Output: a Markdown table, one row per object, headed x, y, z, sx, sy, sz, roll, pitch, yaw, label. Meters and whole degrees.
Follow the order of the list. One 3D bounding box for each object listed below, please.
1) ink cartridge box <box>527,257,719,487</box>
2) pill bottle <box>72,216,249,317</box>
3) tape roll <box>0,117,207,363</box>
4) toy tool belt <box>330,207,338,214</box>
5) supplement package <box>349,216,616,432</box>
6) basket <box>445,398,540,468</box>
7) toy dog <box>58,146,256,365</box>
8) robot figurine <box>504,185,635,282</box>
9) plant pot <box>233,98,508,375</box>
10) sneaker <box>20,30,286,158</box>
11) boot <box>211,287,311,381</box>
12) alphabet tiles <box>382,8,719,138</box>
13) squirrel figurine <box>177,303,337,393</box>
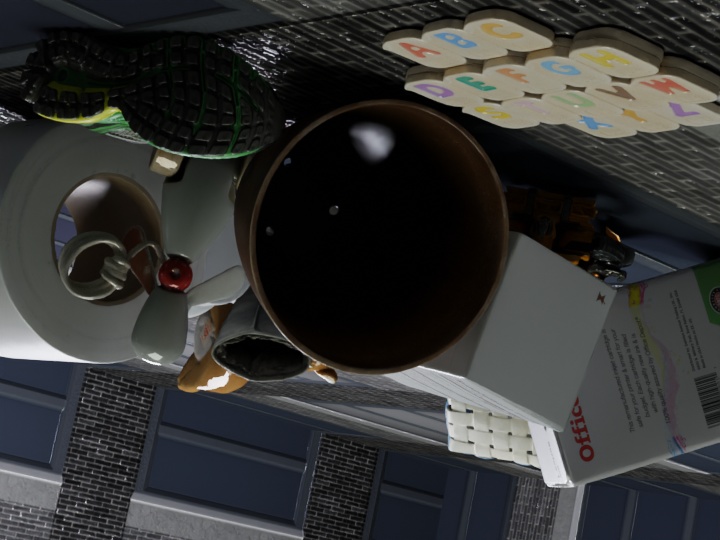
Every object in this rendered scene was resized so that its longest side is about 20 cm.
| x | y | z | sx | sy | sz | roll | pitch | yaw | label |
| --- | --- | --- | --- | --- | --- | --- | --- | --- | --- |
| 0.234 | 0.085 | 1.464 | 0.199 | 0.146 | 0.084 | -15 | 175 | -12 | ink cartridge box |
| -0.190 | -0.009 | 1.721 | 0.114 | 0.115 | 0.200 | 18 | 168 | -34 | pill bottle |
| -0.246 | -0.025 | 1.459 | 0.202 | 0.204 | 0.139 | 20 | 168 | -39 | tape roll |
| 0.000 | 0.000 | 1.540 | 0.122 | 0.125 | 0.200 | 16 | 169 | 13 | toy tool belt |
| 0.074 | 0.033 | 1.341 | 0.117 | 0.117 | 0.200 | 29 | 169 | -37 | supplement package |
| 0.186 | 0.124 | 1.950 | 0.175 | 0.140 | 0.200 | 7 | -154 | 17 | basket |
| -0.140 | -0.033 | 1.396 | 0.132 | 0.200 | 0.096 | 38 | 177 | -6 | toy dog |
| 0.150 | -0.023 | 1.425 | 0.144 | 0.059 | 0.200 | 10 | 170 | 8 | robot figurine |
| -0.019 | -0.037 | 1.271 | 0.186 | 0.188 | 0.200 | 16 | -176 | -22 | plant pot |
| -0.132 | -0.121 | 1.205 | 0.199 | 0.078 | 0.085 | 16 | 180 | 30 | sneaker |
| -0.123 | 0.043 | 1.776 | 0.181 | 0.073 | 0.200 | -1 | -149 | 10 | boot |
| 0.120 | -0.115 | 1.083 | 0.195 | 0.015 | 0.200 | 19 | 168 | -34 | alphabet tiles |
| -0.095 | 0.088 | 2.106 | 0.186 | 0.142 | 0.200 | 10 | 174 | -29 | squirrel figurine |
